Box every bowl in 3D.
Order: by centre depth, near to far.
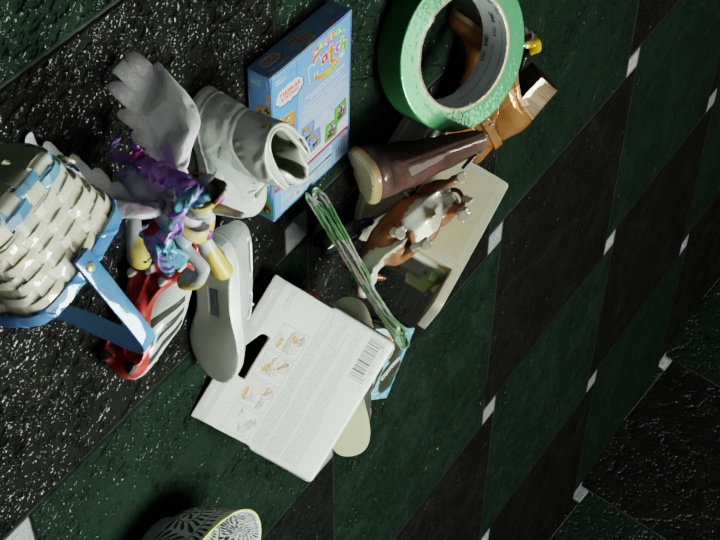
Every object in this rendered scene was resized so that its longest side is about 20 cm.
[{"bbox_3d":[-0.216,0.358,1.731,0.201,0.094,0.201,-48,153,-34],"label":"bowl"}]

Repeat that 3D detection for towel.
[{"bbox_3d":[0.000,0.000,1.683,0.023,0.201,0.153,-32,172,-1],"label":"towel"}]

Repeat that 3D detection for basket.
[{"bbox_3d":[-0.264,-0.015,1.140,0.139,0.176,0.200,-56,145,-28],"label":"basket"}]

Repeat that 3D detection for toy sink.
[{"bbox_3d":[0.094,-0.043,1.918,0.201,0.112,0.130,-60,179,-16],"label":"toy sink"}]

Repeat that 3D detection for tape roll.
[{"bbox_3d":[0.112,-0.272,1.748,0.200,0.048,0.202,-18,120,-34],"label":"tape roll"}]

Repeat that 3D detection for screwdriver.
[{"bbox_3d":[0.029,-0.069,1.827,0.199,0.028,0.029,-25,109,-27],"label":"screwdriver"}]

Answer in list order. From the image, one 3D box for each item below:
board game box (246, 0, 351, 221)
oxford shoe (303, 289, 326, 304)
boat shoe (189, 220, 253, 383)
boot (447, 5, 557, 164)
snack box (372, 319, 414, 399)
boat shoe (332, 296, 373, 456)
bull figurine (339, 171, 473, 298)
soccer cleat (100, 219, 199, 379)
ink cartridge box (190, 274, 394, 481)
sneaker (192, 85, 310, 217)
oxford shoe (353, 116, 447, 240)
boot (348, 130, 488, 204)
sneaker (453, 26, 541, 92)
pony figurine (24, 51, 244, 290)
[{"bbox_3d":[-0.065,-0.174,1.578,0.151,0.036,0.201,-46,152,-37],"label":"board game box"},{"bbox_3d":[-0.081,0.123,1.820,0.073,0.071,0.201,-36,135,-41],"label":"oxford shoe"},{"bbox_3d":[-0.148,0.033,1.589,0.068,0.072,0.201,-41,139,-43],"label":"boat shoe"},{"bbox_3d":[0.148,-0.240,1.892,0.155,0.074,0.200,-43,117,16],"label":"boot"},{"bbox_3d":[0.005,0.129,2.040,0.200,0.037,0.117,2,111,-65],"label":"snack box"},{"bbox_3d":[-0.020,0.128,1.796,0.063,0.073,0.203,-117,-155,-77],"label":"boat shoe"},{"bbox_3d":[0.062,-0.049,1.789,0.200,0.065,0.121,-47,-166,-23],"label":"bull figurine"},{"bbox_3d":[-0.202,0.018,1.456,0.201,0.068,0.085,-67,166,14],"label":"soccer cleat"},{"bbox_3d":[-0.083,0.127,1.729,0.201,0.176,0.045,-58,-164,2],"label":"ink cartridge box"},{"bbox_3d":[-0.104,-0.099,1.475,0.074,0.115,0.200,-57,158,-20],"label":"sneaker"},{"bbox_3d":[0.052,-0.125,1.856,0.201,0.058,0.075,-60,161,-5],"label":"oxford shoe"},{"bbox_3d":[0.072,-0.140,1.726,0.165,0.073,0.200,-21,-178,0],"label":"boot"},{"bbox_3d":[0.182,-0.250,1.973,0.201,0.082,0.078,-65,158,5],"label":"sneaker"},{"bbox_3d":[-0.186,-0.071,1.275,0.167,0.193,0.200,-50,172,-23],"label":"pony figurine"}]
